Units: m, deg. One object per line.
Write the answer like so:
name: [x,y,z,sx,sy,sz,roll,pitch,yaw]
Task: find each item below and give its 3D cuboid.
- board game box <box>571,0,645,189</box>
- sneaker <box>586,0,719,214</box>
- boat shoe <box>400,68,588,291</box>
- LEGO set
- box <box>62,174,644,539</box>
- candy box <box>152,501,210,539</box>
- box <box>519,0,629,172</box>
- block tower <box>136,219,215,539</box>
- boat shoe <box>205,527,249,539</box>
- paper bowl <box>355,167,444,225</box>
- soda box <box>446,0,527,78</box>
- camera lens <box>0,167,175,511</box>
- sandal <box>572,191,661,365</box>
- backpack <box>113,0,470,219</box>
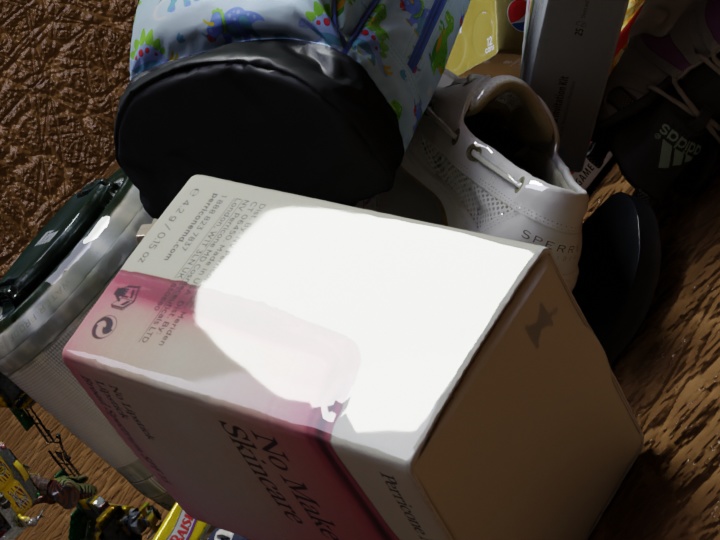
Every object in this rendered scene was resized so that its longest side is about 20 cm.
board game box: [0.123,-0.098,1.182,0.200,0.046,0.151,-51,14,-13]
sneaker: [0.174,-0.083,0.952,0.140,0.078,0.200,-57,12,-15]
boat shoe: [0.064,-0.061,0.927,0.070,0.070,0.200,-67,29,24]
LEGO set: [-0.203,0.150,1.233,0.154,0.201,0.115,-37,22,-34]
box: [-0.004,0.053,0.815,0.199,0.128,0.109,13,58,40]
candy box: [-0.124,0.188,1.073,0.103,0.026,0.200,-58,0,-29]
box: [0.111,-0.177,0.977,0.156,0.041,0.201,97,-178,-59]
block tower: [-0.081,0.062,1.097,0.054,0.202,0.058,-5,23,5]
boat shoe: [-0.037,0.155,0.952,0.093,0.074,0.200,-59,10,-11]
paper bowl: [0.000,0.000,1.049,0.201,0.103,0.203,3,-90,-88]
soda box: [0.061,-0.135,1.186,0.200,0.064,0.068,-22,68,62]
camera lens: [-0.120,0.045,1.208,0.160,0.200,0.160,-44,14,14]
sandal: [0.069,0.043,0.931,0.200,0.043,0.076,-49,30,9]
backpack: [-0.023,-0.131,0.940,0.162,0.155,0.200,-4,32,40]
